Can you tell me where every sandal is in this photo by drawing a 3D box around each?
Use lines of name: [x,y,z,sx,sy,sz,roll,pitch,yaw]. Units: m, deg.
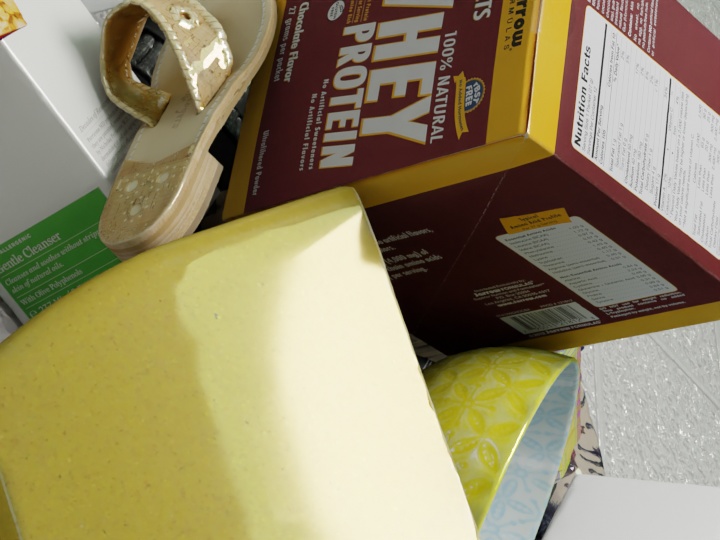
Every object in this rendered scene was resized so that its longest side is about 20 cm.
sandal: [-0.099,-0.103,0.890,0.070,0.077,0.213,49,38,-36]

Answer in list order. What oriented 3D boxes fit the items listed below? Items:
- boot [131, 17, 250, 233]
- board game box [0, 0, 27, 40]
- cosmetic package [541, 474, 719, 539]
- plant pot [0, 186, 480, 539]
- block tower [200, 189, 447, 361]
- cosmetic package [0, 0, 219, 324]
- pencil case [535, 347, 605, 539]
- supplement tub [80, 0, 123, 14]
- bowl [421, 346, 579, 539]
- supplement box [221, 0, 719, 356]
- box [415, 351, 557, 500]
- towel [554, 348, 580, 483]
boot: [-0.076,-0.071,1.051,0.212,0.079,0.158,54,47,-17]
board game box: [-0.263,-0.160,0.807,0.201,0.151,0.046,60,28,-6]
cosmetic package: [0.173,0.267,1.143,0.200,0.122,0.201,-48,137,-61]
plant pot: [-0.097,0.097,0.837,0.199,0.195,0.195,-12,77,-33]
block tower: [0.000,0.000,1.011,0.199,0.058,0.054,22,62,-46]
cosmetic package: [-0.179,-0.080,0.928,0.200,0.107,0.085,52,31,-17]
pencil case: [0.145,0.143,1.319,0.089,0.078,0.201,20,50,-41]
supplement tub: [-0.152,-0.232,1.014,0.145,0.144,0.200,52,14,-20]
bowl: [0.033,0.122,0.964,0.201,0.107,0.201,-58,160,-35]
supplement box: [0.074,-0.060,0.921,0.200,0.197,0.134,32,57,-39]
box: [0.011,0.136,1.059,0.199,0.050,0.200,46,49,-18]
towel: [0.123,0.028,1.122,0.144,0.023,0.201,-22,111,-77]
